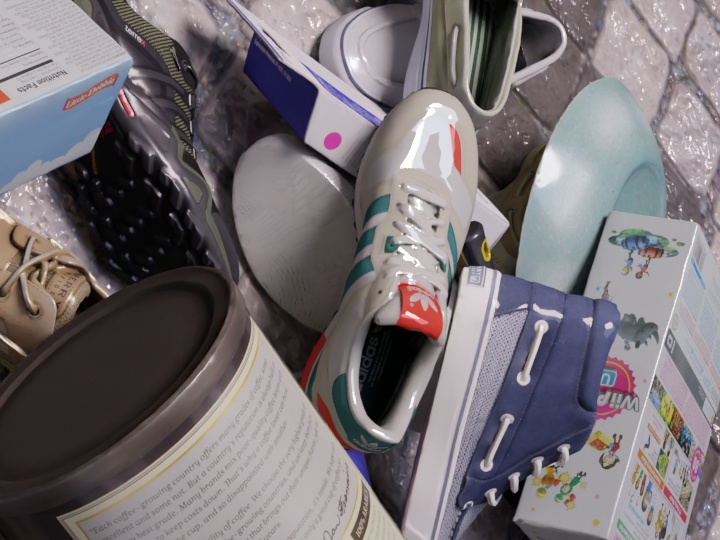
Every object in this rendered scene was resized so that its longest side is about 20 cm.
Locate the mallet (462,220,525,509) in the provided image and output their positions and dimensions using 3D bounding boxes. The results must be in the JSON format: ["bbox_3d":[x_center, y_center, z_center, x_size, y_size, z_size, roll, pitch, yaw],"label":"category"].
[{"bbox_3d":[0.096,0.051,1.146,0.066,0.041,0.202,-50,132,-48],"label":"mallet"}]

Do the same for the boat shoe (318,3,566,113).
[{"bbox_3d":[0.056,-0.142,1.197,0.199,0.065,0.074,-18,89,-49],"label":"boat shoe"}]

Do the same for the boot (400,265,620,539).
[{"bbox_3d":[0.077,0.100,1.039,0.089,0.202,0.073,13,25,1],"label":"boot"}]

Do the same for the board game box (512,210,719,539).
[{"bbox_3d":[0.168,0.088,1.162,0.148,0.064,0.202,50,54,-56],"label":"board game box"}]

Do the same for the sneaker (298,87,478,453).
[{"bbox_3d":[0.028,0.003,0.998,0.070,0.093,0.202,20,86,-20],"label":"sneaker"}]

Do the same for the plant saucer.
[{"bbox_3d":[0.157,-0.020,1.212,0.201,0.038,0.203,-37,133,-52],"label":"plant saucer"}]

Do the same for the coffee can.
[{"bbox_3d":[-0.065,0.122,0.852,0.201,0.145,0.147,56,43,-24],"label":"coffee can"}]

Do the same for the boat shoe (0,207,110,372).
[{"bbox_3d":[-0.156,0.011,0.910,0.200,0.064,0.072,45,47,-25],"label":"boat shoe"}]

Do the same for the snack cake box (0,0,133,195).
[{"bbox_3d":[-0.212,-0.079,0.849,0.115,0.067,0.200,44,40,12],"label":"snack cake box"}]

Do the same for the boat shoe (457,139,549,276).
[{"bbox_3d":[0.132,-0.047,1.246,0.200,0.063,0.074,-27,96,-49],"label":"boat shoe"}]

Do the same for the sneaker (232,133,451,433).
[{"bbox_3d":[0.000,0.000,1.094,0.201,0.075,0.089,54,24,-15],"label":"sneaker"}]

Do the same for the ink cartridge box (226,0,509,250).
[{"bbox_3d":[-0.004,-0.081,1.088,0.199,0.037,0.095,36,10,-39],"label":"ink cartridge box"}]

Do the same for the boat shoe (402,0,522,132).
[{"bbox_3d":[0.074,-0.169,1.137,0.071,0.062,0.202,18,70,-33],"label":"boat shoe"}]

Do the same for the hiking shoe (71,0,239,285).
[{"bbox_3d":[-0.107,-0.074,0.988,0.101,0.075,0.201,-48,118,-50],"label":"hiking shoe"}]

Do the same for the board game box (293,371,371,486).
[{"bbox_3d":[-0.039,0.158,1.010,0.134,0.029,0.202,-8,82,-47],"label":"board game box"}]
